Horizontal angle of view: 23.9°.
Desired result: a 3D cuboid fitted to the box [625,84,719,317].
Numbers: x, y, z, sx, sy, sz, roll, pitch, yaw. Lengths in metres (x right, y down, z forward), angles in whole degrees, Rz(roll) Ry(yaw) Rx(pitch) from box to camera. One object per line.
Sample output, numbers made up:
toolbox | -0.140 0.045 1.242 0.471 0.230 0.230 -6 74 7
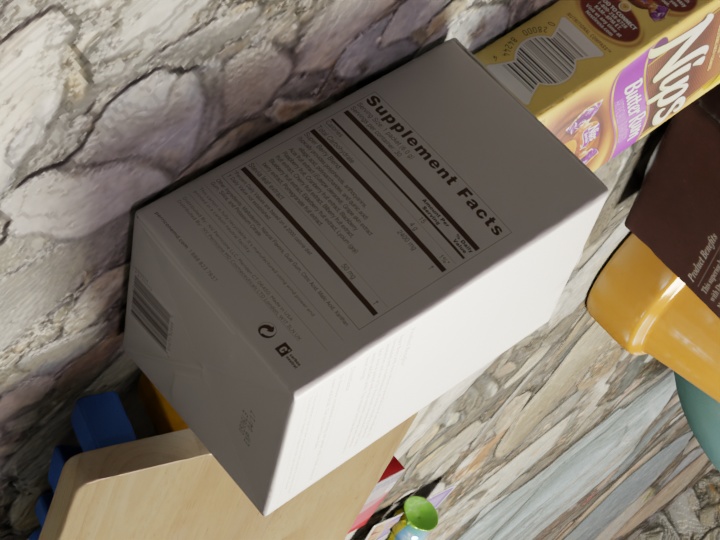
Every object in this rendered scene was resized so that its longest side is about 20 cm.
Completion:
box | 0.330 -0.050 1.219 0.164 0.200 0.166 -33 159 -25

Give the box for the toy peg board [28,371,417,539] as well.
toy peg board | -0.101 0.113 0.956 0.198 0.098 0.200 -10 145 -30

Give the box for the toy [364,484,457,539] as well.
toy | 0.017 0.283 1.570 0.115 0.047 0.200 -20 150 -44

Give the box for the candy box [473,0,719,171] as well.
candy box | 0.143 -0.116 0.962 0.200 0.056 0.117 -36 159 -22

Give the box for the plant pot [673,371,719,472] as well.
plant pot | 0.409 0.098 1.802 0.200 0.135 0.200 -36 159 -16

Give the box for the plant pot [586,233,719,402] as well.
plant pot | 0.323 0.030 1.421 0.200 0.183 0.200 -37 160 -16

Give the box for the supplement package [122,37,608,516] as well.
supplement package | 0.000 0.000 0.832 0.200 0.120 0.121 -31 157 -28

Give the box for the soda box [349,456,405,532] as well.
soda box | -0.063 0.161 1.138 0.200 0.063 0.070 -21 152 -47
